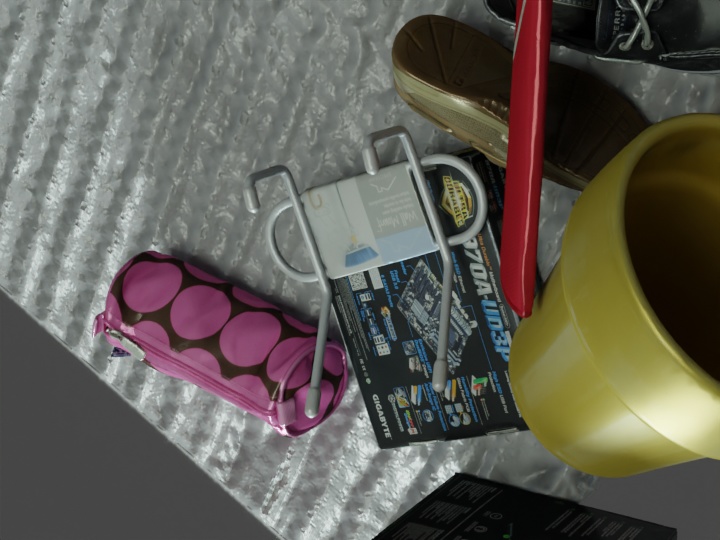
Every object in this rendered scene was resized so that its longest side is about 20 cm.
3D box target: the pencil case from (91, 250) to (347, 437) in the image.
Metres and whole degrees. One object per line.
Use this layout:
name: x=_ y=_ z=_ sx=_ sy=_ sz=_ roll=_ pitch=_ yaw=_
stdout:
pencil case: x=-0.111 y=0.060 z=1.280 sx=0.198 sy=0.093 sz=0.092 roll=22 pitch=118 yaw=26

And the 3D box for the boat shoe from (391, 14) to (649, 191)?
boat shoe: x=0.111 y=-0.101 z=1.088 sx=0.199 sy=0.072 sz=0.065 roll=32 pitch=158 yaw=12

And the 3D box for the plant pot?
plant pot: x=0.190 y=0.036 z=1.005 sx=0.202 sy=0.200 sz=0.189 roll=53 pitch=142 yaw=7

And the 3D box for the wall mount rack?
wall mount rack: x=0.000 y=0.000 z=1.131 sx=0.198 sy=0.074 sz=0.176 roll=-15 pitch=97 yaw=39

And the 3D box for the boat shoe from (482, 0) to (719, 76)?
boat shoe: x=0.169 y=-0.161 z=1.015 sx=0.198 sy=0.068 sz=0.073 roll=19 pitch=117 yaw=29

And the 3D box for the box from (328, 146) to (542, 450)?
box: x=0.055 y=0.023 z=1.178 sx=0.158 sy=0.046 sz=0.202 roll=-13 pitch=99 yaw=38

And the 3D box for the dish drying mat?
dish drying mat: x=0.101 y=-0.079 z=1.004 sx=0.018 sy=0.077 sz=0.203 roll=2 pitch=106 yaw=-3

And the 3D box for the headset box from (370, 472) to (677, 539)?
headset box: x=0.110 y=0.234 z=1.137 sx=0.198 sy=0.174 sz=0.094 roll=10 pitch=112 yaw=31
